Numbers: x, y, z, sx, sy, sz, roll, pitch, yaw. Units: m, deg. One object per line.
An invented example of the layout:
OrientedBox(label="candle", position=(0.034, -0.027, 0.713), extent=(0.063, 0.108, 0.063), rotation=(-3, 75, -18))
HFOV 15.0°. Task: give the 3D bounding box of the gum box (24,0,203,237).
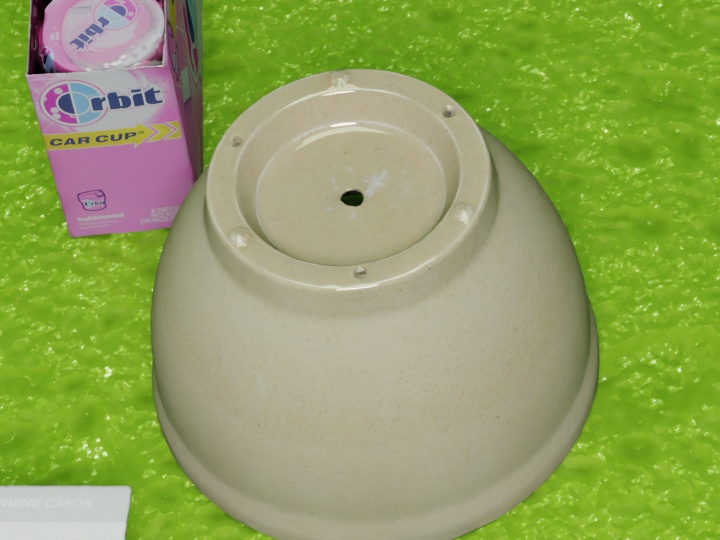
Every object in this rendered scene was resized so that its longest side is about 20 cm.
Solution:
OrientedBox(label="gum box", position=(-0.114, -0.130, 1.293), extent=(0.066, 0.114, 0.201), rotation=(-5, 52, 3))

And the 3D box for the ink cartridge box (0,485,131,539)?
OrientedBox(label="ink cartridge box", position=(-0.195, 0.172, 1.113), extent=(0.199, 0.044, 0.174), rotation=(-1, 52, 7))

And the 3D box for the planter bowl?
OrientedBox(label="planter bowl", position=(0.000, 0.000, 1.165), extent=(0.199, 0.135, 0.201), rotation=(-4, 51, 4))
